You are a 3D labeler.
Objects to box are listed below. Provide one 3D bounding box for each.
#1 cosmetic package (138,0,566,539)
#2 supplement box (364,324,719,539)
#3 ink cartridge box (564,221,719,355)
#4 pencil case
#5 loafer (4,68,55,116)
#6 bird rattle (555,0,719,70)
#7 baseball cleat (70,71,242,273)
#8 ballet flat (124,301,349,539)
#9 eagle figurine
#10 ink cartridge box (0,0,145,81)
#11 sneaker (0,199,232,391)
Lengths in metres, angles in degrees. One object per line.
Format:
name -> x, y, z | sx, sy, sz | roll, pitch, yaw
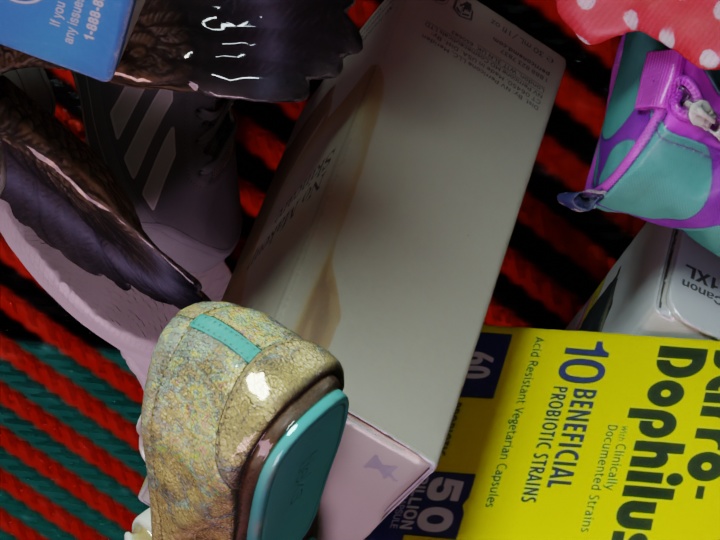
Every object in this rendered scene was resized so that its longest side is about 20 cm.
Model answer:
cosmetic package -> 0.000, 0.000, 0.825 | 0.071, 0.201, 0.105 | 30, 137, -11
supplement box -> 0.116, 0.099, 0.826 | 0.198, 0.109, 0.110 | 3, 135, 18
ink cartridge box -> 0.143, 0.073, 0.932 | 0.145, 0.083, 0.200 | 26, 138, -6
pencil case -> 0.175, -0.021, 0.818 | 0.199, 0.092, 0.086 | 25, 95, -6
loafer -> -0.201, -0.107, 0.862 | 0.200, 0.070, 0.070 | 39, 126, -3
bird rattle -> 0.047, -0.142, 0.709 | 0.199, 0.113, 0.163 | 23, 153, 2
baseball cleat -> -0.063, -0.078, 0.868 | 0.106, 0.070, 0.201 | -2, 134, 24
ballet flat -> -0.046, 0.083, 0.740 | 0.070, 0.071, 0.201 | 16, 138, 5
eagle figurine -> -0.123, -0.069, 0.789 | 0.199, 0.152, 0.151 | 7, 170, -34
ink cartridge box -> -0.135, -0.154, 0.608 | 0.198, 0.085, 0.145 | 20, 138, -3
sneaker -> -0.082, 0.025, 0.987 | 0.199, 0.076, 0.088 | 37, 147, -19
